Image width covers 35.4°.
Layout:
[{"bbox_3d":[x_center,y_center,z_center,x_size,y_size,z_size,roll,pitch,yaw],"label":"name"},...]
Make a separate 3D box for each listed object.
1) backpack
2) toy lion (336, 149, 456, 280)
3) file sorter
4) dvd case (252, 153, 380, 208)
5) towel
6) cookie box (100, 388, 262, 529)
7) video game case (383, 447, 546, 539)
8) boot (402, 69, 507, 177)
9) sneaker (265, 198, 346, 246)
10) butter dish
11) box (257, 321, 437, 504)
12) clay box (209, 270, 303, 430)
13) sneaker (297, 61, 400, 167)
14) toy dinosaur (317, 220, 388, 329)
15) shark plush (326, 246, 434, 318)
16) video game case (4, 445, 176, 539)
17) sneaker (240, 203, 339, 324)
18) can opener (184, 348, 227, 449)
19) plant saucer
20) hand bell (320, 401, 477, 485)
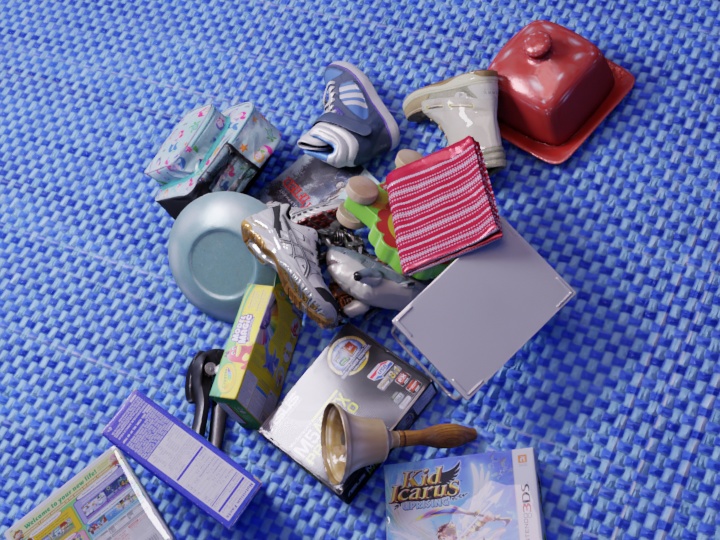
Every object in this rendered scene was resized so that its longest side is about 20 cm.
[{"bbox_3d":[-0.224,-0.173,1.744,0.200,0.151,0.177,-51,22,-22],"label":"backpack"},{"bbox_3d":[0.078,-0.071,1.608,0.192,0.069,0.200,38,42,16],"label":"toy lion"},{"bbox_3d":[0.155,0.057,1.493,0.200,0.125,0.139,-43,85,-9],"label":"file sorter"},{"bbox_3d":[-0.081,-0.106,1.745,0.200,0.022,0.146,-40,57,-5],"label":"dvd case"},{"bbox_3d":[0.107,-0.090,1.509,0.144,0.023,0.200,-23,43,14],"label":"towel"},{"bbox_3d":[-0.227,0.247,1.456,0.200,0.171,0.075,36,77,1],"label":"cookie box"},{"bbox_3d":[0.131,0.323,1.412,0.199,0.045,0.182,-9,57,13],"label":"video game case"},{"bbox_3d":[0.140,-0.204,1.691,0.200,0.072,0.155,-11,86,54],"label":"boot"},{"bbox_3d":[-0.109,-0.075,1.678,0.199,0.078,0.082,-15,57,10],"label":"sneaker"},{"bbox_3d":[0.271,-0.292,1.663,0.200,0.148,0.199,36,76,32],"label":"butter dish"},{"bbox_3d":[-0.017,0.191,1.536,0.160,0.044,0.200,33,75,29],"label":"box"},{"bbox_3d":[-0.140,0.110,1.582,0.047,0.115,0.201,4,61,23],"label":"clay box"},{"bbox_3d":[-0.045,-0.241,1.751,0.146,0.081,0.200,-20,58,-26],"label":"sneaker"},{"bbox_3d":[0.000,0.000,1.632,0.136,0.102,0.200,43,51,18],"label":"toy dinosaur"},{"bbox_3d":[0.053,0.005,1.565,0.199,0.091,0.084,-2,47,-5],"label":"shark plush"},{"bbox_3d":[-0.376,0.371,1.563,0.200,0.022,0.182,-39,57,-5],"label":"video game case"},{"bbox_3d":[-0.079,-0.017,1.542,0.087,0.076,0.200,-30,66,-22],"label":"sneaker"},{"bbox_3d":[-0.214,0.204,1.594,0.063,0.079,0.201,8,62,-19],"label":"can opener"},{"bbox_3d":[-0.195,-0.013,1.640,0.200,0.202,0.039,4,17,14],"label":"plant saucer"},{"bbox_3d":[0.058,0.218,1.450,0.199,0.104,0.104,0,55,-19],"label":"hand bell"}]
